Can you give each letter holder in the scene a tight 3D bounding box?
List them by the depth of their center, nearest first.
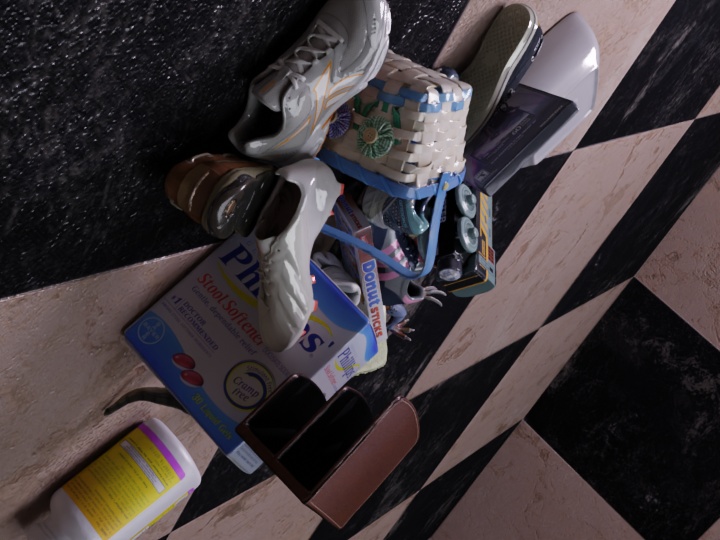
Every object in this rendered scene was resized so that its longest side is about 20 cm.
[{"bbox_3d":[-0.022,0.164,1.041,0.142,0.100,0.200,-45,160,-9],"label":"letter holder"}]

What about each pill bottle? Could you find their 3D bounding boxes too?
[{"bbox_3d":[-0.295,0.275,1.224,0.199,0.104,0.105,-38,158,-22],"label":"pill bottle"}]

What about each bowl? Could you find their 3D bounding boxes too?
[{"bbox_3d":[0.258,-0.234,1.428,0.200,0.075,0.200,-42,159,-8],"label":"bowl"}]

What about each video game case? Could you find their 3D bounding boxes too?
[{"bbox_3d":[0.164,-0.166,1.243,0.143,0.019,0.200,-44,-155,1],"label":"video game case"}]

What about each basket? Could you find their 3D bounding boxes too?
[{"bbox_3d":[0.017,-0.111,1.036,0.139,0.175,0.202,-24,132,-47],"label":"basket"}]

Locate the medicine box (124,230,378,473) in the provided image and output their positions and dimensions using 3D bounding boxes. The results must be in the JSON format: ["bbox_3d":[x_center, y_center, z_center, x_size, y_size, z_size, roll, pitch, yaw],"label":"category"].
[{"bbox_3d":[-0.113,0.076,1.100,0.200,0.182,0.103,-43,160,-10],"label":"medicine box"}]

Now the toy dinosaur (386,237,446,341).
[{"bbox_3d":[0.052,0.031,1.470,0.199,0.105,0.182,-35,154,-22],"label":"toy dinosaur"}]

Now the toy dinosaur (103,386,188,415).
[{"bbox_3d":[-0.186,0.135,1.168,0.048,0.198,0.089,84,15,-47],"label":"toy dinosaur"}]

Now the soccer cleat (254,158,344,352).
[{"bbox_3d":[-0.076,-0.013,0.990,0.077,0.069,0.202,-7,120,-46],"label":"soccer cleat"}]

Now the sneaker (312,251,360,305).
[{"bbox_3d":[-0.088,0.050,1.223,0.199,0.081,0.076,-31,136,-23],"label":"sneaker"}]

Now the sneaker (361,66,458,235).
[{"bbox_3d":[0.081,-0.135,1.196,0.077,0.086,0.202,6,108,-63],"label":"sneaker"}]

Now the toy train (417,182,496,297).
[{"bbox_3d":[0.128,-0.063,1.331,0.085,0.202,0.114,-18,141,28],"label":"toy train"}]

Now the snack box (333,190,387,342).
[{"bbox_3d":[0.000,0.000,1.268,0.024,0.072,0.201,-21,137,-11],"label":"snack box"}]

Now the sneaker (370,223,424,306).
[{"bbox_3d":[0.048,-0.033,1.321,0.201,0.081,0.071,89,6,-48],"label":"sneaker"}]

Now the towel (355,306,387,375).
[{"bbox_3d":[-0.027,0.074,1.365,0.036,0.150,0.199,-4,-175,38],"label":"towel"}]

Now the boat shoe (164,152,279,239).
[{"bbox_3d":[-0.127,-0.078,0.947,0.076,0.073,0.200,-62,177,4],"label":"boat shoe"}]

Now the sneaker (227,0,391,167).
[{"bbox_3d":[-0.048,-0.175,0.926,0.092,0.076,0.201,-7,136,-54],"label":"sneaker"}]

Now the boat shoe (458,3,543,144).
[{"bbox_3d":[0.154,-0.223,1.235,0.062,0.075,0.201,13,114,-55],"label":"boat shoe"}]
